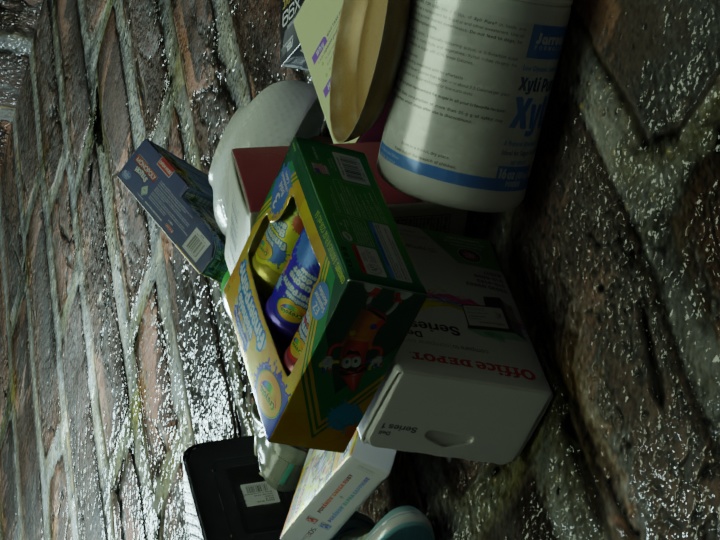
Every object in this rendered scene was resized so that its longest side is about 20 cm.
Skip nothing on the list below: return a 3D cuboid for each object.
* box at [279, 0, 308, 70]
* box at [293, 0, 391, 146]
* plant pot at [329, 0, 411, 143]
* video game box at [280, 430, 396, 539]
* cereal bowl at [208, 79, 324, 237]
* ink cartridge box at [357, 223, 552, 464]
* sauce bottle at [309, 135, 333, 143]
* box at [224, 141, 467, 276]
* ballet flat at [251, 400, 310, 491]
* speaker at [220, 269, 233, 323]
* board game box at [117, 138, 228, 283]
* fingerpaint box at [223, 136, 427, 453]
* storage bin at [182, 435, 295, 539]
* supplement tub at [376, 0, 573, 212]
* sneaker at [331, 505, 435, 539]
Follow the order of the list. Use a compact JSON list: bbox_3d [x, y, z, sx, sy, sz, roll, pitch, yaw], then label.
[{"bbox_3d":[-0.036,-0.334,1.908,0.200,0.050,0.158,145,128,-63],"label":"box"},{"bbox_3d":[0.034,-0.221,1.591,0.176,0.097,0.200,-57,39,41],"label":"box"},{"bbox_3d":[0.011,-0.206,1.459,0.200,0.027,0.200,-171,90,-77],"label":"plant pot"},{"bbox_3d":[-0.001,0.142,1.591,0.182,0.047,0.200,122,169,-50],"label":"video game box"},{"bbox_3d":[-0.111,-0.124,1.878,0.200,0.083,0.200,24,-90,-86],"label":"cereal bowl"},{"bbox_3d":[0.058,0.056,1.419,0.200,0.145,0.084,-108,36,-47],"label":"ink cartridge box"},{"bbox_3d":[-0.063,-0.052,1.876,0.066,0.066,0.200,-111,35,-50],"label":"sauce bottle"},{"bbox_3d":[-0.016,-0.036,1.536,0.109,0.200,0.128,-110,21,-50],"label":"box"},{"bbox_3d":[-0.087,0.178,1.748,0.200,0.067,0.064,-123,56,-78],"label":"ballet flat"},{"bbox_3d":[-0.078,0.069,1.806,0.200,0.088,0.089,55,135,42],"label":"speaker"},{"bbox_3d":[-0.160,-0.049,2.006,0.062,0.200,0.200,-51,54,11],"label":"board game box"},{"bbox_3d":[-0.036,0.018,1.371,0.167,0.073,0.200,-63,29,30],"label":"fingerpaint box"},{"bbox_3d":[-0.104,0.268,1.761,0.200,0.135,0.094,-114,21,-53],"label":"storage bin"},{"bbox_3d":[0.095,-0.160,1.411,0.132,0.132,0.200,-131,51,-63],"label":"supplement tub"},{"bbox_3d":[0.004,0.257,1.595,0.131,0.079,0.200,-107,32,-44],"label":"sneaker"}]
